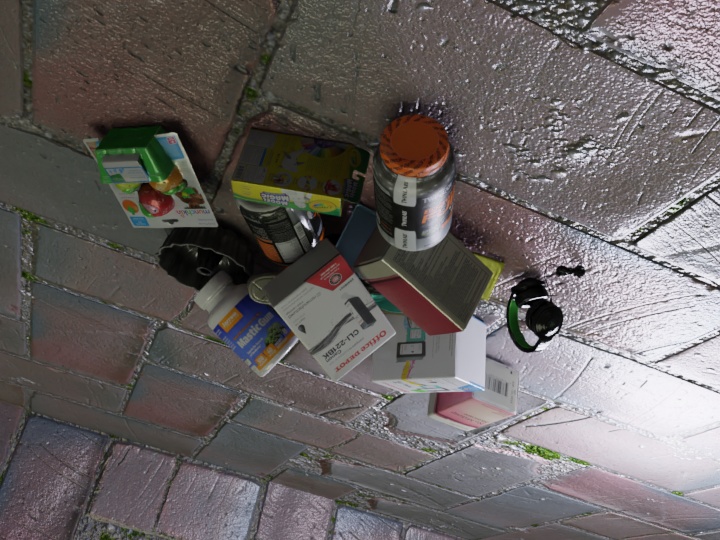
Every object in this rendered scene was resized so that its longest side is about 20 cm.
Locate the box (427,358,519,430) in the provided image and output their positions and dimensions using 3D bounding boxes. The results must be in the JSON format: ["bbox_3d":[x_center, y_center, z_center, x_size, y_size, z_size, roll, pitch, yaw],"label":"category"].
[{"bbox_3d":[0.267,0.295,1.849,0.127,0.110,0.200,22,149,-18],"label":"box"}]

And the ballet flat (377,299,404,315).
[{"bbox_3d":[0.123,0.056,1.564,0.198,0.069,0.072,-10,164,29],"label":"ballet flat"}]

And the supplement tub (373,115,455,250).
[{"bbox_3d":[0.080,-0.129,1.163,0.121,0.124,0.201,8,151,8],"label":"supplement tub"}]

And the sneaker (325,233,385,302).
[{"bbox_3d":[0.000,0.000,1.481,0.198,0.084,0.121,16,143,-15],"label":"sneaker"}]

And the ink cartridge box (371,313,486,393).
[{"bbox_3d":[0.144,0.172,1.635,0.198,0.148,0.146,-8,158,33],"label":"ink cartridge box"}]

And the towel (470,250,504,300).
[{"bbox_3d":[0.159,-0.010,1.425,0.198,0.018,0.087,17,117,-9],"label":"towel"}]

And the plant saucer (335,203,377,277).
[{"bbox_3d":[-0.025,-0.018,1.383,0.069,0.202,0.019,24,-172,-22],"label":"plant saucer"}]

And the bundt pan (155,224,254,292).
[{"bbox_3d":[-0.302,-0.030,1.551,0.199,0.077,0.203,9,151,5],"label":"bundt pan"}]

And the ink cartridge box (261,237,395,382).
[{"bbox_3d":[-0.052,0.071,1.342,0.201,0.144,0.084,54,175,-32],"label":"ink cartridge box"}]

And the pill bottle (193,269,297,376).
[{"bbox_3d":[-0.223,0.098,1.498,0.200,0.112,0.112,44,146,-2],"label":"pill bottle"}]

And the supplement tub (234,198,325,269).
[{"bbox_3d":[-0.131,-0.091,1.330,0.121,0.124,0.201,4,151,15],"label":"supplement tub"}]

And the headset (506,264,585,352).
[{"bbox_3d":[0.340,0.064,1.441,0.093,0.124,0.201,-4,138,-22],"label":"headset"}]

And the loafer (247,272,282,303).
[{"bbox_3d":[-0.109,0.029,1.418,0.197,0.073,0.063,5,-166,-17],"label":"loafer"}]

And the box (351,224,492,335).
[{"bbox_3d":[0.107,0.001,1.331,0.200,0.129,0.109,41,154,-18],"label":"box"}]

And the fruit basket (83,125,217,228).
[{"bbox_3d":[-0.359,-0.145,1.328,0.183,0.094,0.202,1,130,19],"label":"fruit basket"}]

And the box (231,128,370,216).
[{"bbox_3d":[-0.089,-0.152,1.209,0.197,0.118,0.049,9,145,6],"label":"box"}]
